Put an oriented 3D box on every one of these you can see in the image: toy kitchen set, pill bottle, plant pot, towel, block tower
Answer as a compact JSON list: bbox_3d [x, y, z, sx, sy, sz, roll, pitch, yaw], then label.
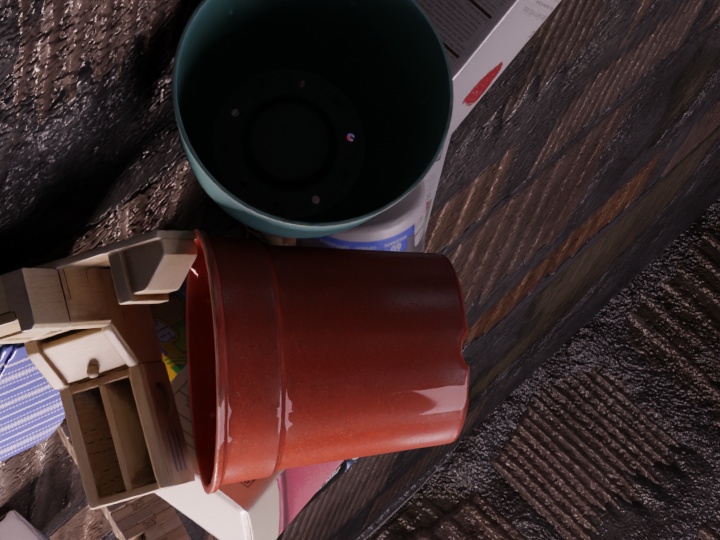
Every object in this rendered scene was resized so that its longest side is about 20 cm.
[{"bbox_3d":[-0.181,0.077,1.384,0.163,0.181,0.200,-17,174,18],"label":"toy kitchen set"},{"bbox_3d":[0.000,0.000,1.645,0.114,0.114,0.200,-38,145,-33],"label":"pill bottle"},{"bbox_3d":[-0.026,0.064,1.428,0.194,0.201,0.201,-3,153,-11],"label":"plant pot"},{"bbox_3d":[-0.281,0.098,1.583,0.145,0.024,0.200,-24,155,-48],"label":"towel"},{"bbox_3d":[-0.219,0.191,1.700,0.058,0.200,0.054,-26,161,-15],"label":"block tower"},{"bbox_3d":[-0.045,-0.114,1.387,0.201,0.201,0.161,-44,179,-14],"label":"plant pot"}]

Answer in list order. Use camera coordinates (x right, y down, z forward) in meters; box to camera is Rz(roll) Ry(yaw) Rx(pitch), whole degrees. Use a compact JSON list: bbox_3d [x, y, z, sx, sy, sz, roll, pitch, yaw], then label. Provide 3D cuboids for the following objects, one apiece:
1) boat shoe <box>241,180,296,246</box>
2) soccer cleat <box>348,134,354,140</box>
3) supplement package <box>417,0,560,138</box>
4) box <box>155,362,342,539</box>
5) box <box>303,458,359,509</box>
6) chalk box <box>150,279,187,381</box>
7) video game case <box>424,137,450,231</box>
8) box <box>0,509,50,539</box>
[{"bbox_3d":[-0.081,-0.064,1.672,0.072,0.076,0.200,-32,151,-36],"label":"boat shoe"},{"bbox_3d":[-0.049,-0.061,1.763,0.076,0.067,0.200,-22,148,-37],"label":"soccer cleat"},{"bbox_3d":[0.063,-0.206,1.587,0.200,0.120,0.121,-50,167,14],"label":"supplement package"},{"bbox_3d":[-0.077,0.120,1.561,0.200,0.128,0.109,-47,158,-24],"label":"box"},{"bbox_3d":[-0.100,0.141,1.895,0.164,0.200,0.086,-40,165,-29],"label":"box"},{"bbox_3d":[-0.151,0.066,1.701,0.200,0.124,0.125,-32,158,-50],"label":"chalk box"},{"bbox_3d":[0.013,-0.037,1.791,0.200,0.022,0.183,-31,141,-53],"label":"video game case"},{"bbox_3d":[-0.377,0.350,1.868,0.200,0.097,0.177,-43,168,-12],"label":"box"}]
